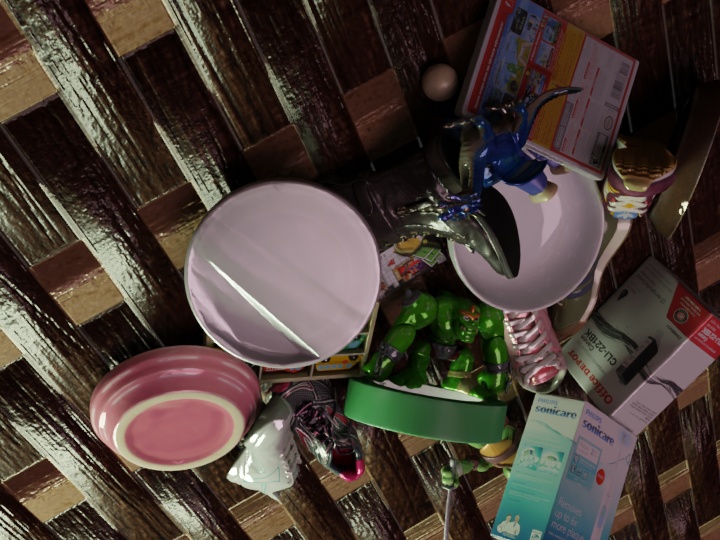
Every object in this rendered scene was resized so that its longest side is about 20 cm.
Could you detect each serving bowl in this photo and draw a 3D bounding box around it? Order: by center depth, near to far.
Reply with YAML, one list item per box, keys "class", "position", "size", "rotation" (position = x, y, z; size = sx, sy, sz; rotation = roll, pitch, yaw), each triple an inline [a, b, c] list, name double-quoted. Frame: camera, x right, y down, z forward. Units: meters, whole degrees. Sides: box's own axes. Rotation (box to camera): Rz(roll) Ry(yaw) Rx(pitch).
- class: "serving bowl"
  position: [0.188, -0.055, 1.168]
  size: [0.199, 0.066, 0.201]
  rotation: [-5, 106, -18]

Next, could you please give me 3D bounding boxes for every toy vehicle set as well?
- class: "toy vehicle set"
  position: [-0.085, 0.079, 1.153]
  size: [0.199, 0.027, 0.125]
  rotation: [-2, 131, -15]

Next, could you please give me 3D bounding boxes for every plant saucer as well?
- class: "plant saucer"
  position: [-0.212, 0.171, 1.143]
  size: [0.199, 0.051, 0.201]
  rotation: [-9, 136, -8]
- class: "plant saucer"
  position: [0.386, -0.137, 1.171]
  size: [0.034, 0.200, 0.201]
  rotation: [19, 123, 9]

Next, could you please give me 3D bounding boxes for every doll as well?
- class: "doll"
  position: [0.144, -0.153, 1.067]
  size: [0.200, 0.048, 0.137]
  rotation: [37, 89, -23]

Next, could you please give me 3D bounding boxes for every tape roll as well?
- class: "tape roll"
  position: [0.080, 0.171, 1.219]
  size: [0.200, 0.200, 0.048]
  rotation: [11, 88, -33]

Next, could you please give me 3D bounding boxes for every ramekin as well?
- class: "ramekin"
  position: [-0.079, -0.006, 1.028]
  size: [0.201, 0.094, 0.203]
  rotation: [-1, 107, -2]

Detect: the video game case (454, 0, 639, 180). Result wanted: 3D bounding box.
- class: "video game case"
  position: [0.205, -0.198, 1.054]
  size: [0.199, 0.017, 0.144]
  rotation: [20, 86, -26]

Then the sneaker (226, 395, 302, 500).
- class: "sneaker"
  position: [-0.104, 0.219, 1.202]
  size: [0.080, 0.071, 0.201]
  rotation: [30, 143, 3]

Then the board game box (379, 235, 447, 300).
- class: "board game box"
  position: [0.000, 0.000, 1.164]
  size: [0.199, 0.023, 0.105]
  rotation: [-32, 130, -1]

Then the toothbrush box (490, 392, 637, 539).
- class: "toothbrush box"
  position: [0.272, 0.282, 1.292]
  size: [0.146, 0.085, 0.201]
  rotation: [35, 69, -38]

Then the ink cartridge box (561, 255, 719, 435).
- class: "ink cartridge box"
  position: [0.392, 0.105, 1.358]
  size: [0.084, 0.144, 0.200]
  rotation: [29, 108, -38]

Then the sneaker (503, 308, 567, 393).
- class: "sneaker"
  position: [0.223, 0.084, 1.281]
  size: [0.075, 0.105, 0.201]
  rotation: [-21, 132, 4]

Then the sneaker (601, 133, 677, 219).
- class: "sneaker"
  position: [0.311, -0.094, 1.108]
  size: [0.075, 0.200, 0.091]
  rotation: [12, 110, 13]

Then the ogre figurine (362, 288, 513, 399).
- class: "ogre figurine"
  position: [0.106, 0.089, 1.214]
  size: [0.199, 0.098, 0.121]
  rotation: [10, 95, -5]

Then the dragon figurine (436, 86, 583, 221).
- class: "dragon figurine"
  position: [0.146, -0.117, 0.985]
  size: [0.199, 0.059, 0.100]
  rotation: [-26, 103, -28]

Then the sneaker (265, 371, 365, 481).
- class: "sneaker"
  position: [-0.048, 0.195, 1.254]
  size: [0.080, 0.075, 0.200]
  rotation: [-36, 132, 4]

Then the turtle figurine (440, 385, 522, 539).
- class: "turtle figurine"
  position: [0.181, 0.266, 1.361]
  size: [0.200, 0.144, 0.194]
  rotation: [-50, 123, -26]

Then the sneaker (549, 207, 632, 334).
- class: "sneaker"
  position: [0.270, -0.008, 1.270]
  size: [0.089, 0.067, 0.201]
  rotation: [7, 122, -21]

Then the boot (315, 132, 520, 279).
- class: "boot"
  position: [0.065, -0.052, 1.072]
  size: [0.174, 0.069, 0.200]
  rotation: [-23, 114, 33]
